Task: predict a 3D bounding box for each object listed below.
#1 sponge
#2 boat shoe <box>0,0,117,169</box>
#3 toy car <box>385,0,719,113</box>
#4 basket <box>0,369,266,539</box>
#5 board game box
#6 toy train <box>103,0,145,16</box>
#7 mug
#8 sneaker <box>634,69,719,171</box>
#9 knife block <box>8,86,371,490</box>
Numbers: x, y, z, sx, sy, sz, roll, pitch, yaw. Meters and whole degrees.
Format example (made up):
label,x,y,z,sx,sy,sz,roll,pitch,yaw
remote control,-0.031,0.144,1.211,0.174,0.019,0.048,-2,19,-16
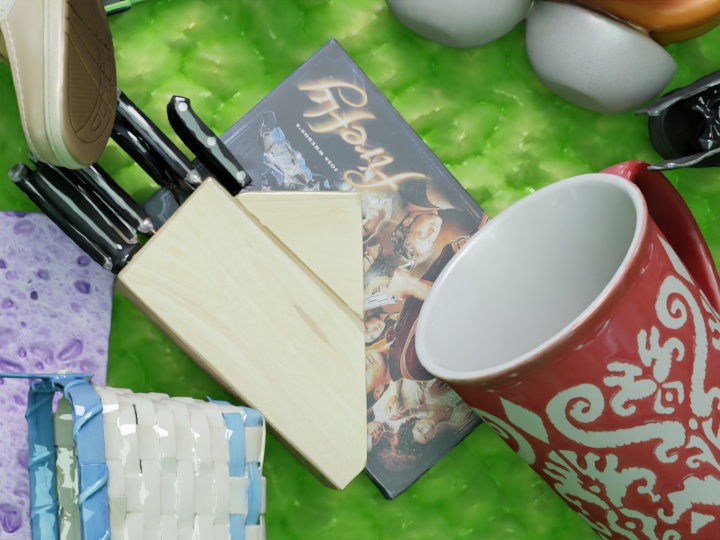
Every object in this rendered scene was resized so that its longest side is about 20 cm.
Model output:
label,x,y,z,sx,sy,sz,roll,pitch,yaw
sponge,-0.185,0.067,1.504,0.111,0.030,0.200,4,87,-7
boat shoe,-0.163,-0.129,1.436,0.065,0.072,0.200,-16,57,9
toy car,0.111,-0.186,1.491,0.200,0.150,0.175,24,85,-5
basket,-0.146,0.134,1.418,0.200,0.139,0.177,2,87,-21
board game box,0.000,0.000,1.527,0.135,0.035,0.200,-42,92,-7
toy train,-0.122,-0.161,1.519,0.200,0.042,0.057,-16,99,-7
mug,0.151,0.052,1.472,0.178,0.133,0.200,-49,118,-17
sneaker,0.224,-0.085,1.513,0.199,0.104,0.060,-13,90,-14
knife block,-0.086,0.010,1.467,0.175,0.064,0.200,-1,88,-6
